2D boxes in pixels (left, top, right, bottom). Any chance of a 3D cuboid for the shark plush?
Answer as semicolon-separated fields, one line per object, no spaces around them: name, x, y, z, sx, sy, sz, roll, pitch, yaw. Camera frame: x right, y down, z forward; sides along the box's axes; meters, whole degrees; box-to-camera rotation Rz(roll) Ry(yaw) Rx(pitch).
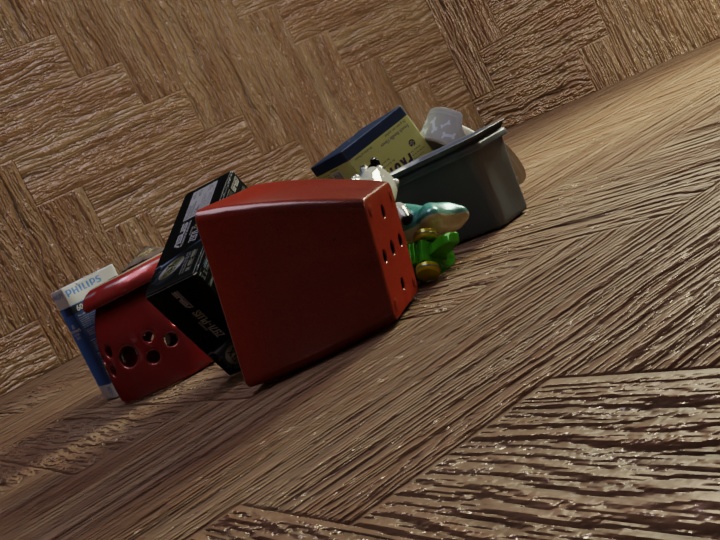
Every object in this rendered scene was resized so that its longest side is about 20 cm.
shark plush;0.000;-0.096;1.285;0.083;0.091;0.200;-54;25;27

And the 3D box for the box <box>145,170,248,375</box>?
box;-0.167;0.002;1.289;0.086;0.164;0.200;-23;36;29

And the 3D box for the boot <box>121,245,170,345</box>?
boot;-0.279;0.032;1.665;0.186;0.200;0.064;-27;6;8

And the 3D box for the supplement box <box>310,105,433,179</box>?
supplement box;0.046;-0.148;1.729;0.134;0.200;0.200;-39;9;-15

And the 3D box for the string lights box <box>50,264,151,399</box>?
string lights box;-0.422;0.103;1.680;0.103;0.200;0.059;-30;7;-35

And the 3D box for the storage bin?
storage bin;0.143;-0.117;1.462;0.200;0.135;0.145;-20;9;41

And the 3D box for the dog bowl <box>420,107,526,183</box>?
dog bowl;0.181;-0.189;1.692;0.059;0.200;0.200;-53;11;-10

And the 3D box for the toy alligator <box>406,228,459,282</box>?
toy alligator;0.053;0.002;1.255;0.200;0.059;0.054;-26;-38;33

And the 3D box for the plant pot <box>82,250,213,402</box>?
plant pot;-0.318;0.080;1.542;0.200;0.183;0.200;-28;7;4

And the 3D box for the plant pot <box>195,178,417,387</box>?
plant pot;-0.044;-0.008;1.129;0.176;0.201;0.200;-13;10;17

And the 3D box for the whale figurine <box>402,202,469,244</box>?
whale figurine;0.048;-0.054;1.325;0.159;0.104;0.200;-6;-18;-42
